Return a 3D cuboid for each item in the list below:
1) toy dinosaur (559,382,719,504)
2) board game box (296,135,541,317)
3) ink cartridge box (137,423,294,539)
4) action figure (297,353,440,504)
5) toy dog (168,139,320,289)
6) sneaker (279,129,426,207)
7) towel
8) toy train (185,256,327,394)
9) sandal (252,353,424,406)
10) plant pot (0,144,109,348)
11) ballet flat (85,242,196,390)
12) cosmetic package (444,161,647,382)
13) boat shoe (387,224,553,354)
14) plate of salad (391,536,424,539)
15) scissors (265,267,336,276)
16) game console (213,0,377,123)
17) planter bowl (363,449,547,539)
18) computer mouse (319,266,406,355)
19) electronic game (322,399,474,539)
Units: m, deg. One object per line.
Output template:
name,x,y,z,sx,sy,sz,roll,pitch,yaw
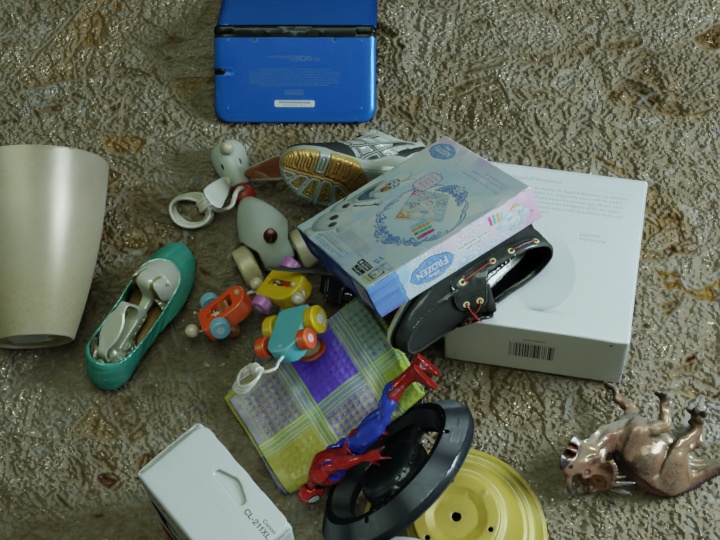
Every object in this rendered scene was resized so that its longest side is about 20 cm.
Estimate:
toy dinosaur,0.304,0.203,1.534,0.200,0.086,0.136,25,77,-5
board game box,0.057,-0.051,1.517,0.199,0.043,0.200,-32,29,-9
ink cartridge box,-0.138,0.259,1.447,0.083,0.200,0.146,-38,69,-16
action figure,0.005,0.173,1.493,0.052,0.065,0.200,43,107,-10
toy dog,-0.128,-0.074,1.666,0.200,0.096,0.132,42,72,19
sneaker,-0.005,-0.124,1.686,0.200,0.076,0.088,8,44,-23
towel,-0.040,0.136,1.564,0.200,0.023,0.144,-35,67,11
toy train,-0.105,0.067,1.578,0.150,0.056,0.200,-39,34,1
sandal,-0.028,0.125,1.595,0.200,0.045,0.075,18,66,10
plant pot,-0.373,-0.018,1.616,0.187,0.187,0.201,-4,78,0
ballet flat,-0.246,0.042,1.628,0.067,0.070,0.200,24,67,13
cosmetic package,0.205,0.000,1.605,0.199,0.123,0.200,8,66,8
boat shoe,0.113,0.020,1.493,0.201,0.074,0.063,-38,57,-17
plate of salad,0.040,0.367,1.439,0.199,0.048,0.201,0,90,12
scissors,0.000,0.000,1.561,0.200,0.014,0.073,11,40,23
game console,-0.078,-0.270,1.804,0.199,0.118,0.171,0,95,2
planter bowl,0.099,0.267,1.503,0.200,0.084,0.201,-1,65,1
computer mouse,0.019,0.008,1.640,0.140,0.046,0.200,16,59,9
electronic game,0.037,0.210,1.484,0.042,0.200,0.200,46,70,-16
